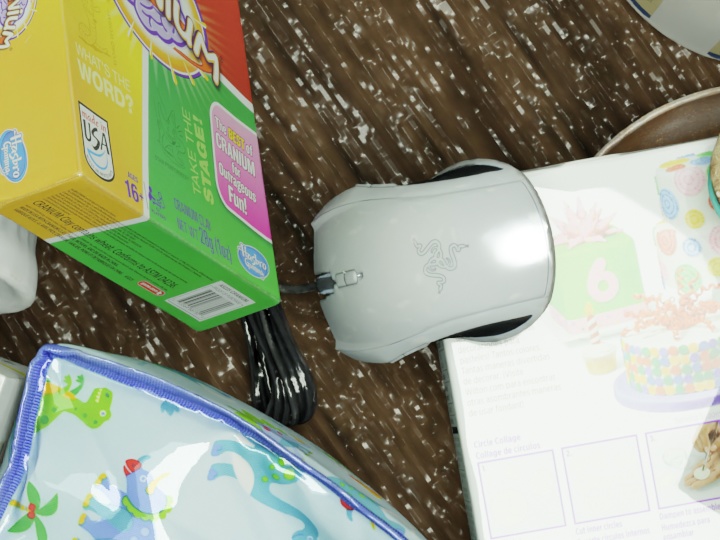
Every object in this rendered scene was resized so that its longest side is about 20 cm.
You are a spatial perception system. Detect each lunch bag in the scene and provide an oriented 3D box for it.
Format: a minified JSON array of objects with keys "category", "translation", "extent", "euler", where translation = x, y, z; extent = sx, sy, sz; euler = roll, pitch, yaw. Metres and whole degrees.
[{"category":"lunch bag","translation":[-0.046,0.116,1.164],"extent":[0.199,0.170,0.128],"euler":[18,86,0]}]

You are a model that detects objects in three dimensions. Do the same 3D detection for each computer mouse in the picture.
[{"category":"computer mouse","translation":[0.000,0.000,1.169],"extent":[0.044,0.200,0.110],"euler":[-9,86,-37]}]

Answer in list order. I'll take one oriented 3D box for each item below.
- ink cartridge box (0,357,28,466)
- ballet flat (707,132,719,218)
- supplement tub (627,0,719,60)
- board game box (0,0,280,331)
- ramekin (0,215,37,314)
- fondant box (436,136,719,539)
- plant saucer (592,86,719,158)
[{"category":"ink cartridge box","translation":[-0.207,0.054,1.151],"extent":[0.145,0.200,0.084],"euler":[20,87,1]},{"category":"ballet flat","translation":[0.215,-0.069,1.178],"extent":[0.200,0.065,0.071],"euler":[-31,92,-42]},{"category":"supplement tub","translation":[0.169,-0.162,1.166],"extent":[0.144,0.200,0.145],"euler":[0,87,-1]},{"category":"board game box","translation":[-0.096,-0.094,1.153],"extent":[0.040,0.153,0.201],"euler":[-19,65,21]},{"category":"ramekin","translation":[-0.213,-0.057,1.162],"extent":[0.199,0.200,0.098],"euler":[14,80,0]},{"category":"fondant box","translation":[0.109,0.055,1.194],"extent":[0.143,0.058,0.201],"euler":[-10,88,-1]},{"category":"plant saucer","translation":[0.169,0.022,1.240],"extent":[0.199,0.034,0.201],"euler":[0,88,0]}]
